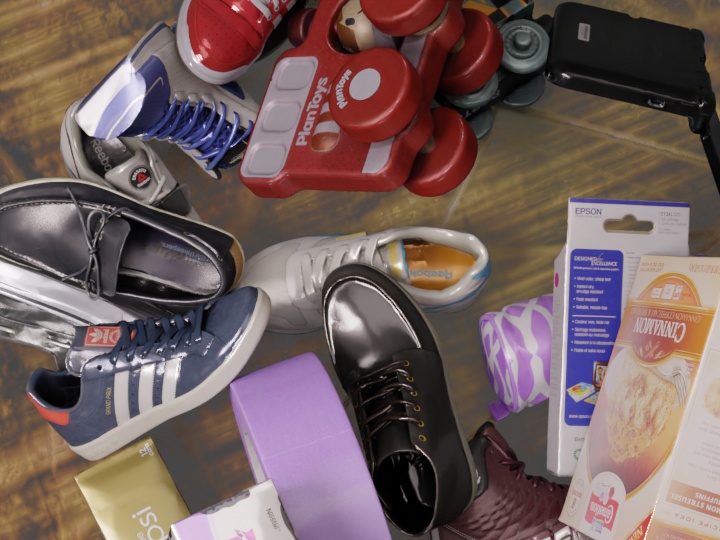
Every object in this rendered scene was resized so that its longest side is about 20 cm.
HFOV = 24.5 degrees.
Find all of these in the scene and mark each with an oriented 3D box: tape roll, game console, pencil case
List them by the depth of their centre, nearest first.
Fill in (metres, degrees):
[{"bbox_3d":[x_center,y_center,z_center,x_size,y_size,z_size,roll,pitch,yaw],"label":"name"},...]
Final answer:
[{"bbox_3d":[-0.031,0.161,1.154,0.065,0.200,0.201,-18,78,-8],"label":"tape roll"},{"bbox_3d":[0.215,-0.109,1.237,0.175,0.200,0.117,13,113,3],"label":"game console"},{"bbox_3d":[0.189,0.048,1.264,0.199,0.086,0.084,-13,37,-7],"label":"pencil case"}]

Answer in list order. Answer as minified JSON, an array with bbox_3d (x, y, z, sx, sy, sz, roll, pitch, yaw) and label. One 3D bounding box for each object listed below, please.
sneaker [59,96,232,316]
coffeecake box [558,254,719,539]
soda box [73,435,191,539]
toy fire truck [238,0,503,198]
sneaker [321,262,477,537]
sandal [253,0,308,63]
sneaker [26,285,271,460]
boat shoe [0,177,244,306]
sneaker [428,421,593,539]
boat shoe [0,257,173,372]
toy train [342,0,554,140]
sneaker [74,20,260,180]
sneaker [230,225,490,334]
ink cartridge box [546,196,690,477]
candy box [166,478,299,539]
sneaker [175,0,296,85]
[{"bbox_3d":[-0.166,-0.046,1.257,0.074,0.089,0.200,-38,83,-13],"label":"sneaker"},{"bbox_3d":[0.217,0.096,1.113,0.073,0.153,0.201,18,87,-12],"label":"coffeecake box"},{"bbox_3d":[-0.133,0.224,1.199,0.064,0.068,0.201,-28,80,-11],"label":"soda box"},{"bbox_3d":[0.001,-0.147,1.218,0.167,0.112,0.201,4,69,34],"label":"toy fire truck"},{"bbox_3d":[0.023,0.086,1.165,0.075,0.106,0.201,-27,85,12],"label":"sneaker"},{"bbox_3d":[-0.056,-0.252,1.337,0.075,0.045,0.200,38,76,4],"label":"sandal"},{"bbox_3d":[-0.154,0.059,1.161,0.200,0.075,0.085,-35,117,23],"label":"sneaker"},{"bbox_3d":[-0.183,-0.018,1.204,0.199,0.062,0.075,14,109,-5],"label":"boat shoe"},{"bbox_3d":[0.137,0.159,1.234,0.199,0.076,0.116,-17,74,-7],"label":"sneaker"},{"bbox_3d":[-0.207,0.049,1.247,0.199,0.072,0.071,21,95,7],"label":"boat shoe"},{"bbox_3d":[0.063,-0.158,1.307,0.200,0.085,0.114,-35,71,-12],"label":"toy train"},{"bbox_3d":[-0.126,-0.123,1.241,0.115,0.199,0.081,46,110,-4],"label":"sneaker"},{"bbox_3d":[0.000,0.000,1.256,0.199,0.081,0.077,-8,76,-8],"label":"sneaker"},{"bbox_3d":[0.187,0.049,1.202,0.094,0.037,0.201,2,93,-10],"label":"ink cartridge box"},{"bbox_3d":[-0.063,0.237,1.064,0.071,0.200,0.168,-22,78,-15],"label":"candy box"},{"bbox_3d":[-0.056,-0.221,1.216,0.071,0.112,0.200,45,47,-16],"label":"sneaker"}]
